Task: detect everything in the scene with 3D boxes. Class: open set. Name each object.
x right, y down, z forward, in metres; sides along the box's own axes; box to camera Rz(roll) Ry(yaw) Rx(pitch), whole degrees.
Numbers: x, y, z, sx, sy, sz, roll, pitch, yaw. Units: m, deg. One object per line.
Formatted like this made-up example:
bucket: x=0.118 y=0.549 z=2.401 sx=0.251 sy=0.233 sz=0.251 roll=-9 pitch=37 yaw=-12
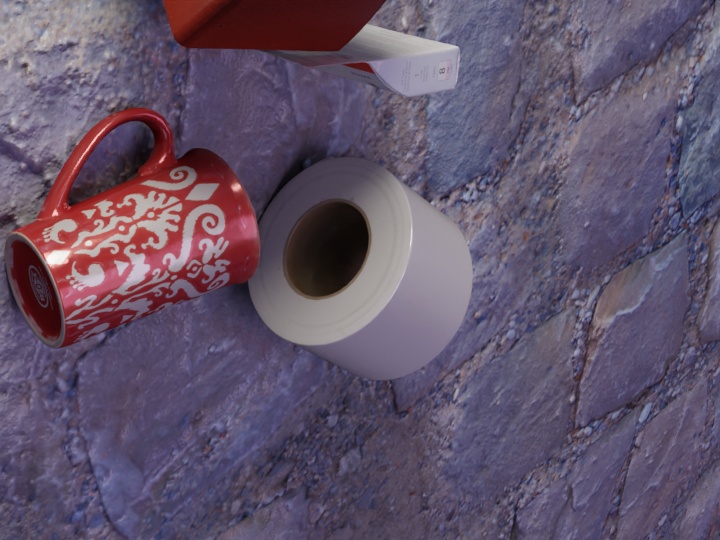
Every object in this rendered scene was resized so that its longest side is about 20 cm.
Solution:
plant pot: x=-0.053 y=-0.310 z=1.090 sx=0.198 sy=0.175 sz=0.203 roll=-9 pitch=79 yaw=-46
tape roll: x=0.000 y=0.000 z=1.389 sx=0.139 sy=0.202 sz=0.204 roll=30 pitch=88 yaw=-53
mug: x=-0.219 y=-0.034 z=1.203 sx=0.199 sy=0.179 sz=0.134 roll=-25 pitch=166 yaw=-33
ink cartridge box: x=-0.028 y=-0.199 z=1.269 sx=0.199 sy=0.161 sz=0.058 roll=-21 pitch=122 yaw=-41
